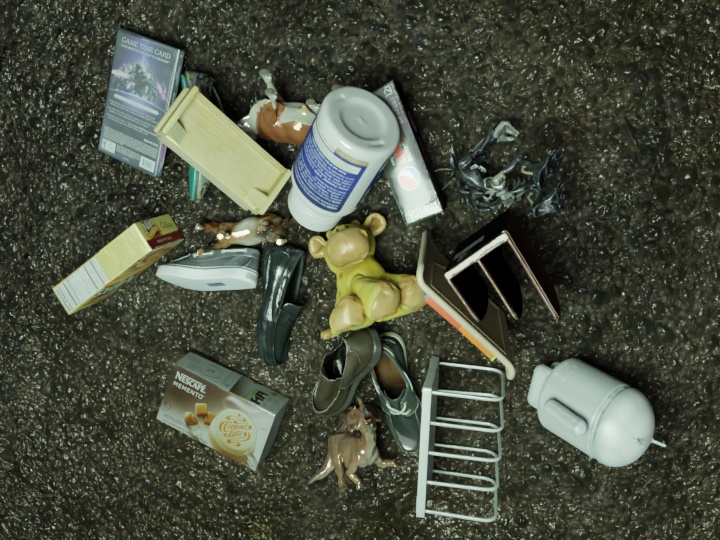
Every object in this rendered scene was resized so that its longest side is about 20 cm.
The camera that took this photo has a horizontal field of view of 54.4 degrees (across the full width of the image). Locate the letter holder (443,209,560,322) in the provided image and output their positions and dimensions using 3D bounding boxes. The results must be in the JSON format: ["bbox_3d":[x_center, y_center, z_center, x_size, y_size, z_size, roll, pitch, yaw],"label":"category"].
[{"bbox_3d":[0.204,0.015,0.983,0.099,0.200,0.144,-34,93,18],"label":"letter holder"}]

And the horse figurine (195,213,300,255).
[{"bbox_3d":[-0.176,-0.063,1.114,0.194,0.133,0.051,-9,103,3],"label":"horse figurine"}]

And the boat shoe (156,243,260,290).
[{"bbox_3d":[-0.252,-0.010,1.165,0.195,0.072,0.070,-2,68,28],"label":"boat shoe"}]

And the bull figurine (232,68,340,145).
[{"bbox_3d":[-0.108,-0.233,1.068,0.194,0.067,0.123,9,147,4],"label":"bull figurine"}]

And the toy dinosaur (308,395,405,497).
[{"bbox_3d":[-0.016,0.287,1.160,0.198,0.085,0.139,-30,82,38],"label":"toy dinosaur"}]

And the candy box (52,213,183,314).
[{"bbox_3d":[-0.403,-0.012,1.173,0.198,0.115,0.056,-35,92,18],"label":"candy box"}]

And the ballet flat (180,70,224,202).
[{"bbox_3d":[-0.246,-0.213,1.120,0.070,0.072,0.207,1,101,13],"label":"ballet flat"}]

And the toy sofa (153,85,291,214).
[{"bbox_3d":[-0.207,-0.177,1.056,0.199,0.097,0.084,40,81,-23],"label":"toy sofa"}]

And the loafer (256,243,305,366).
[{"bbox_3d":[-0.126,0.059,1.143,0.068,0.068,0.207,9,100,21],"label":"loafer"}]

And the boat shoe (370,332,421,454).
[{"bbox_3d":[0.057,0.207,1.131,0.070,0.068,0.206,-12,101,16],"label":"boat shoe"}]

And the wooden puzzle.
[{"bbox_3d":[0.145,0.047,1.000,0.037,0.186,0.200,-41,99,19],"label":"wooden puzzle"}]

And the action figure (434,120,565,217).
[{"bbox_3d":[0.203,-0.138,1.005,0.198,0.102,0.121,20,144,48],"label":"action figure"}]

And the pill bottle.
[{"bbox_3d":[-0.034,-0.150,1.005,0.119,0.120,0.201,41,140,3],"label":"pill bottle"}]

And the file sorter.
[{"bbox_3d":[0.156,0.257,1.080,0.121,0.139,0.207,4,103,10],"label":"file sorter"}]

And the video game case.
[{"bbox_3d":[-0.359,-0.273,1.139,0.140,0.019,0.205,24,107,25],"label":"video game case"}]

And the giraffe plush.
[{"bbox_3d":[0.000,0.000,1.067,0.168,0.200,0.167,-14,82,-22],"label":"giraffe plush"}]

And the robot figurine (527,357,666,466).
[{"bbox_3d":[0.334,0.202,1.007,0.198,0.166,0.116,28,116,47],"label":"robot figurine"}]

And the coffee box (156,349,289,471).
[{"bbox_3d":[-0.235,0.236,1.201,0.196,0.080,0.117,26,106,7],"label":"coffee box"}]

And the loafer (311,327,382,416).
[{"bbox_3d":[-0.038,0.159,1.113,0.070,0.074,0.202,6,133,-30],"label":"loafer"}]

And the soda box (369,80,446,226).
[{"bbox_3d":[0.064,-0.174,1.046,0.062,0.071,0.205,-20,97,16],"label":"soda box"}]
